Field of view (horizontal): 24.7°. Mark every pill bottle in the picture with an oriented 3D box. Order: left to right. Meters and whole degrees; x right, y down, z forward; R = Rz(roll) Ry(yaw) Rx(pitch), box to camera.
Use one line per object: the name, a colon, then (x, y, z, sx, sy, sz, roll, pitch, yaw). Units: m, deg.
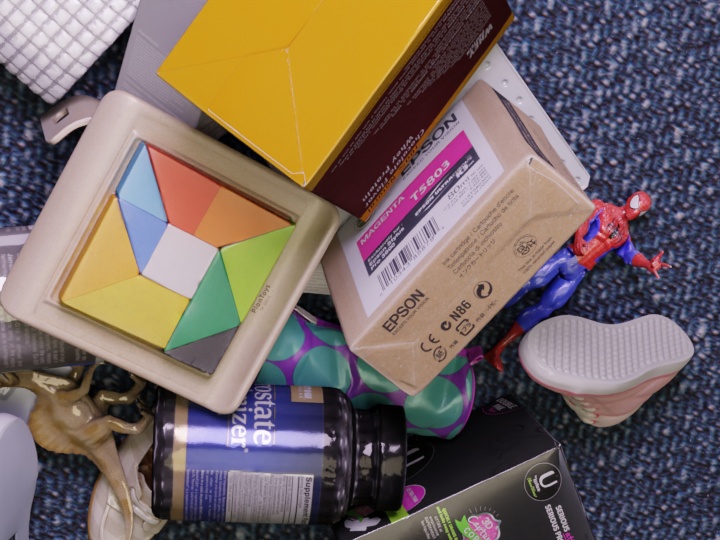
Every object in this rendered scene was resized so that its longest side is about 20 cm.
pill bottle: (-0.250, 0.021, 1.277, 0.199, 0.114, 0.114, -5, 104, -13)
pill bottle: (-0.066, 0.147, 1.319, 0.199, 0.112, 0.112, 2, 103, -5)

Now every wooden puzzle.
wooden puzzle: (-0.139, -0.009, 1.217, 0.200, 0.037, 0.185, 28, 96, -17)

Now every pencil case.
pencil case: (-0.004, 0.082, 1.394, 0.199, 0.085, 0.093, 14, 116, -15)

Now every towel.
towel: (-0.233, -0.253, 1.267, 0.166, 0.086, 0.200, 42, 92, -14)

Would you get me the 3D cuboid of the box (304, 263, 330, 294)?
box: (0.000, 0.000, 1.398, 0.199, 0.039, 0.042, 4, 103, -13)

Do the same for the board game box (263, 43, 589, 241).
board game box: (0.053, -0.088, 1.326, 0.200, 0.026, 0.200, -36, 117, 8)

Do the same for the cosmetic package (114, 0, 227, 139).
cosmetic package: (-0.109, -0.192, 1.236, 0.090, 0.200, 0.107, 40, 50, 8)

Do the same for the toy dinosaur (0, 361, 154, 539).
toy dinosaur: (-0.221, 0.125, 1.356, 0.101, 0.058, 0.200, -33, 111, 11)

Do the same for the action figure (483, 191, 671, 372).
action figure: (0.183, 0.007, 1.412, 0.200, 0.099, 0.065, -44, 109, -2)

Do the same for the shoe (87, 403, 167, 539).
shoe: (-0.172, 0.162, 1.394, 0.070, 0.053, 0.200, 29, 96, -17)

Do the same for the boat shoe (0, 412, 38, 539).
boat shoe: (-0.319, 0.200, 1.361, 0.086, 0.075, 0.203, 16, 121, 20)

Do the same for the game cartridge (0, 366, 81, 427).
game cartridge: (-0.329, 0.045, 1.343, 0.200, 0.040, 0.133, 41, 89, -18)

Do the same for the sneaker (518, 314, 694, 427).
sneaker: (0.192, 0.094, 1.408, 0.200, 0.075, 0.105, -3, 143, -43)

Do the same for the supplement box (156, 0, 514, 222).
supplement box: (-0.010, -0.161, 1.169, 0.133, 0.200, 0.198, 37, 94, 13)

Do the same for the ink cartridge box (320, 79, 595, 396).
ink cartridge box: (0.067, -0.028, 1.250, 0.075, 0.165, 0.200, 36, 104, -25)

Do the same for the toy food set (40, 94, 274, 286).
toy food set: (-0.161, -0.062, 1.294, 0.200, 0.144, 0.060, 36, 92, -18)

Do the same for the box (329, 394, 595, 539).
box: (0.081, 0.216, 1.410, 0.199, 0.149, 0.125, -23, 107, -5)
